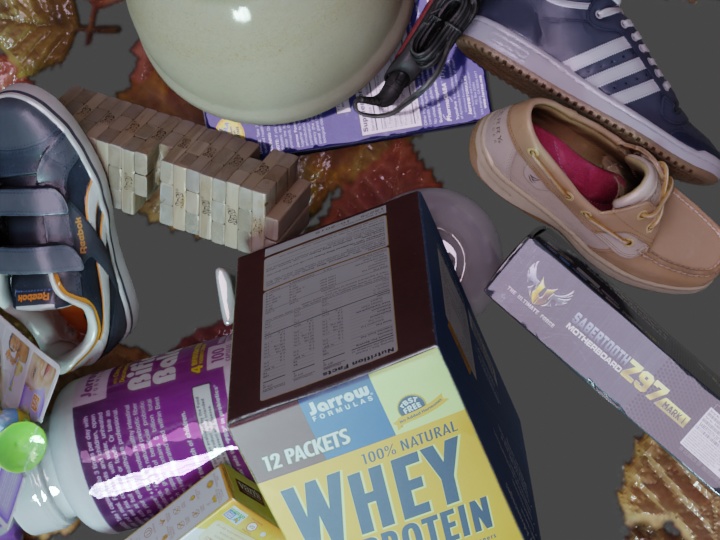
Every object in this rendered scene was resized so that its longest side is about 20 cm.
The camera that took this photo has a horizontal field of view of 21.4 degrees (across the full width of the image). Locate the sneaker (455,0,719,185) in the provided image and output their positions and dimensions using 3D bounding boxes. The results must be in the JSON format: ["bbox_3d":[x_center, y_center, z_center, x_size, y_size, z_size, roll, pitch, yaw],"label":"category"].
[{"bbox_3d":[0.173,-0.145,1.268,0.199,0.070,0.109,31,84,-5],"label":"sneaker"}]

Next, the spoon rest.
[{"bbox_3d":[0.000,0.000,1.317,0.198,0.061,0.100,-8,93,-4],"label":"spoon rest"}]

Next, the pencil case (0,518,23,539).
[{"bbox_3d":[-0.279,0.233,1.357,0.085,0.084,0.202,0,92,31],"label":"pencil case"}]

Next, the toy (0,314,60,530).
[{"bbox_3d":[-0.273,0.082,1.295,0.200,0.047,0.116,29,103,51],"label":"toy"}]

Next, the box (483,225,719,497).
[{"bbox_3d":[0.174,0.054,1.234,0.200,0.158,0.051,42,98,5],"label":"box"}]

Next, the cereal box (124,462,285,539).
[{"bbox_3d":[-0.119,0.228,1.298,0.200,0.144,0.040,-40,42,14],"label":"cereal box"}]

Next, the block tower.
[{"bbox_3d":[-0.133,-0.069,1.302,0.199,0.058,0.054,18,128,17],"label":"block tower"}]

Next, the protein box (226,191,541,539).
[{"bbox_3d":[0.018,0.096,1.207,0.134,0.200,0.199,-20,117,10],"label":"protein box"}]

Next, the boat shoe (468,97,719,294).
[{"bbox_3d":[0.167,-0.048,1.240,0.199,0.069,0.074,27,61,-19],"label":"boat shoe"}]

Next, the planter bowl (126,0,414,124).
[{"bbox_3d":[-0.071,-0.211,1.240,0.199,0.135,0.202,-3,75,11],"label":"planter bowl"}]

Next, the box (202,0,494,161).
[{"bbox_3d":[-0.014,-0.145,1.314,0.198,0.032,0.122,-9,92,8],"label":"box"}]

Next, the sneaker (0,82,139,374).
[{"bbox_3d":[-0.211,-0.023,1.290,0.078,0.079,0.201,-3,118,32],"label":"sneaker"}]

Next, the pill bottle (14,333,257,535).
[{"bbox_3d":[-0.143,0.116,1.310,0.199,0.112,0.113,-16,91,8],"label":"pill bottle"}]

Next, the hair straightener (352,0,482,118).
[{"bbox_3d":[0.060,-0.182,1.242,0.041,0.077,0.201,38,83,-15],"label":"hair straightener"}]
